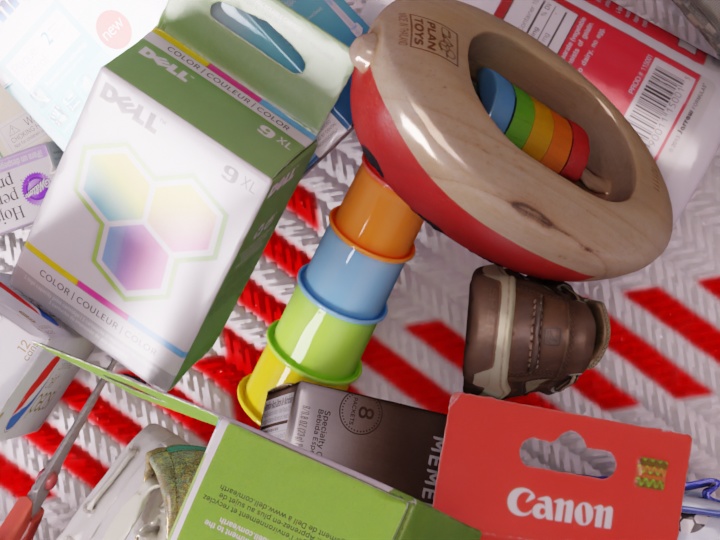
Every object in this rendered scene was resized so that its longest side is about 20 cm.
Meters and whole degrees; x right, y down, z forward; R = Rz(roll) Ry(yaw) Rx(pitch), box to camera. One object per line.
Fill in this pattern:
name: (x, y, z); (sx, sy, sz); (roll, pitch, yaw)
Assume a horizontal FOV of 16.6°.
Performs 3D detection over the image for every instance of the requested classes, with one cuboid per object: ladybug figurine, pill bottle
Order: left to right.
ladybug figurine: (0.067, -0.059, 1.217); (0.199, 0.136, 0.072); (32, 128, -27)
pill bottle: (0.096, -0.103, 1.333); (0.199, 0.112, 0.113); (29, 89, 1)

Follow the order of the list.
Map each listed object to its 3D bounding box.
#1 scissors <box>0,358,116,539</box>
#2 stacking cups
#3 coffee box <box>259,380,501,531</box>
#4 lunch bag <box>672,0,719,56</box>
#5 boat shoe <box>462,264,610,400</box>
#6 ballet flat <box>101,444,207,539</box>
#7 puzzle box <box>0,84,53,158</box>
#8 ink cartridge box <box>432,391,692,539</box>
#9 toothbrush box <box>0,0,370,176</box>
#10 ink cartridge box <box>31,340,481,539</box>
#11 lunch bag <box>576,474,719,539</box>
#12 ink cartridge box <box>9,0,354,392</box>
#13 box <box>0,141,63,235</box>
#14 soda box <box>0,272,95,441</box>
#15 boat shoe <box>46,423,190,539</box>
scissors: (-0.179, 0.124, 1.354); (0.014, 0.073, 0.201); (25, 89, 19)
stacking cups: (0.000, 0.000, 1.314); (0.060, 0.061, 0.201); (29, 118, 2)
coffee box: (-0.008, 0.168, 1.276); (0.114, 0.080, 0.201); (15, 79, -12)
lunch bag: (0.222, -0.188, 1.296); (0.168, 0.139, 0.200); (-38, 90, -31)
boat shoe: (0.092, 0.037, 1.284); (0.074, 0.202, 0.075); (5, 93, 3)
ballet flat: (-0.117, 0.184, 1.294); (0.070, 0.071, 0.201); (19, 96, 1)
puzzle box: (-0.210, -0.123, 1.381); (0.199, 0.025, 0.134); (-30, 90, 0)
ink cartridge box: (0.108, 0.173, 1.253); (0.161, 0.050, 0.201); (12, 85, -30)
toothbrush box: (-0.099, -0.120, 1.296); (0.200, 0.085, 0.146); (48, 124, -2)
ink cartridge box: (-0.058, 0.112, 1.164); (0.199, 0.148, 0.076); (21, 84, 18)
lunch bag: (0.139, 0.187, 1.347); (0.199, 0.076, 0.161); (8, 85, 1)
ink cartridge box: (-0.091, -0.048, 1.239); (0.104, 0.059, 0.201); (34, 124, 8)
box: (-0.246, -0.021, 1.344); (0.199, 0.041, 0.039); (-19, 93, 12)
soda box: (-0.190, 0.044, 1.290); (0.064, 0.200, 0.068); (35, 90, 1)
boat shoe: (-0.154, 0.173, 1.356); (0.066, 0.072, 0.200); (38, 96, 30)
